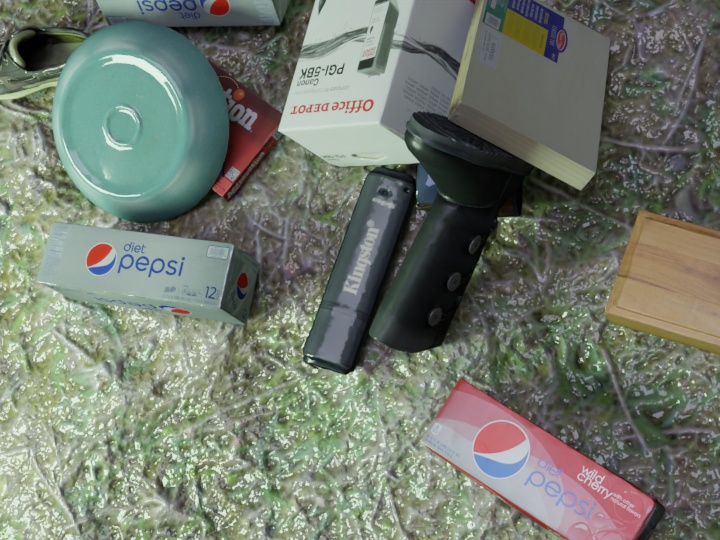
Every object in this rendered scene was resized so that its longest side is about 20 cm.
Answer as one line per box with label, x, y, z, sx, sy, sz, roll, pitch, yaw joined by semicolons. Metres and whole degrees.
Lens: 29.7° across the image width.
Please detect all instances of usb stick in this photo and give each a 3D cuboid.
usb stick;0.000;0.000;1.268;0.055;0.033;0.201;15;78;22

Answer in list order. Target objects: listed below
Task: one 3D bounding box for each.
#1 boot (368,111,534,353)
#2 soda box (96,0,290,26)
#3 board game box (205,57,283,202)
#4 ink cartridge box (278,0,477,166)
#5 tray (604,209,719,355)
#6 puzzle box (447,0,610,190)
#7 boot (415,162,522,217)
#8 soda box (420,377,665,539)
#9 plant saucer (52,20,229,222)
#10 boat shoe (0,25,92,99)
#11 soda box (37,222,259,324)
boot;0.056;-0.026;1.161;0.066;0.164;0.201;42;110;37
soda box;-0.171;-0.294;1.390;0.199;0.064;0.068;2;53;19
board game box;-0.173;-0.165;1.384;0.200;0.019;0.103;37;86;24
ink cartridge box;0.020;-0.207;1.272;0.146;0.083;0.201;1;71;46
tray;0.320;0.022;1.156;0.199;0.037;0.099;17;79;21
puzzle box;0.152;-0.169;1.190;0.133;0.025;0.200;26;44;-10
boot;0.097;-0.145;1.260;0.096;0.075;0.201;-4;74;14
soda box;0.153;0.174;1.148;0.200;0.063;0.070;31;84;24
plant saucer;-0.226;-0.144;1.338;0.199;0.036;0.201;4;102;19
boat shoe;-0.344;-0.225;1.424;0.200;0.066;0.072;1;67;24
soda box;-0.203;0.002;1.305;0.199;0.068;0.064;7;77;20
